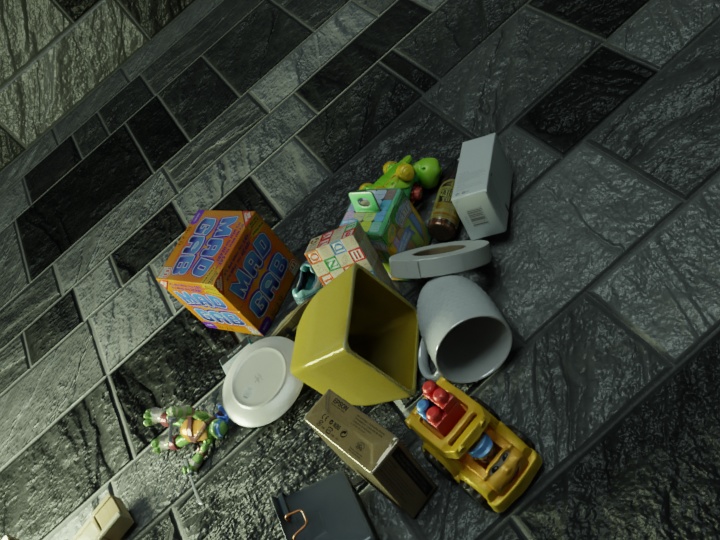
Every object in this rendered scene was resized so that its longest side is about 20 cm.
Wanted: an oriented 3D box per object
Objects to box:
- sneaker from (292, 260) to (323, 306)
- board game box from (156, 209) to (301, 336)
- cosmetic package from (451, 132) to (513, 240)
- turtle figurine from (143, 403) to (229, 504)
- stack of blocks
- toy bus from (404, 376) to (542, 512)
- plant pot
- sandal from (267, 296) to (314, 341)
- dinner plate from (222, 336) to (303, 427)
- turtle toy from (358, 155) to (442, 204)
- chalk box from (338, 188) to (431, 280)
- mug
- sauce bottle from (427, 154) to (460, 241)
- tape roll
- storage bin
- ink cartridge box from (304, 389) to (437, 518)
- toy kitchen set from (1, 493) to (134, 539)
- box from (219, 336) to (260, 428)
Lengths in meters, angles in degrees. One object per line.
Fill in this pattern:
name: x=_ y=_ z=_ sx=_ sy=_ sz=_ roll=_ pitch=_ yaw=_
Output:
sneaker: x=-0.086 y=-0.002 z=1.835 sx=0.077 sy=0.086 sz=0.202 roll=2 pitch=56 yaw=37
board game box: x=-0.297 y=0.003 z=1.906 sx=0.198 sy=0.200 sz=0.202 roll=4 pitch=57 yaw=39
cosmetic package: x=0.249 y=-0.172 z=1.689 sx=0.080 sy=0.113 sz=0.202 roll=-13 pitch=39 yaw=28
turtle figurine: x=-0.379 y=0.347 z=1.712 sx=0.192 sy=0.144 sz=0.202 roll=-5 pitch=48 yaw=39
stack of blocks: x=-0.012 y=0.014 z=1.673 sx=0.114 sy=0.201 sz=0.059 roll=-20 pitch=25 yaw=24
toy bus: x=0.168 y=0.261 z=1.334 sx=0.136 sy=0.193 sz=0.199 roll=-46 pitch=42 yaw=-10
plant pot: x=-0.023 y=0.144 z=1.593 sx=0.199 sy=0.195 sz=0.196 roll=-28 pitch=40 yaw=36
sandal: x=-0.133 y=0.119 z=1.785 sx=0.199 sy=0.080 sz=0.054 roll=-41 pitch=21 yaw=7
dinner plate: x=-0.202 y=0.220 z=1.696 sx=0.198 sy=0.024 sz=0.203 roll=-16 pitch=52 yaw=22
turtle toy: x=0.092 y=-0.186 z=1.848 sx=0.200 sy=0.101 sz=0.146 roll=-41 pitch=17 yaw=-4
chalk box: x=0.041 y=-0.087 z=1.726 sx=0.123 sy=0.200 sz=0.125 roll=3 pitch=56 yaw=38
mug: x=0.164 y=0.112 z=1.520 sx=0.202 sy=0.146 sz=0.176 roll=-61 pitch=28 yaw=23
sauce bottle: x=0.193 y=-0.159 z=1.777 sx=0.065 sy=0.066 sz=0.202 roll=-5 pitch=53 yaw=34
tape roll: x=0.154 y=-0.022 z=1.615 sx=0.199 sy=0.038 sz=0.203 roll=-10 pitch=9 yaw=1
storage bin: x=-0.051 y=0.436 z=1.398 sx=0.133 sy=0.146 sz=0.201 roll=-30 pitch=41 yaw=-4
ink cartridge box: x=0.017 y=0.310 z=1.424 sx=0.075 sy=0.165 sz=0.199 roll=-48 pitch=42 yaw=-13
toy kitchen set: x=-0.568 y=0.551 z=1.646 sx=0.201 sy=0.180 sz=0.163 roll=-50 pitch=43 yaw=-5
box: x=-0.228 y=0.235 z=1.765 sx=0.082 sy=0.049 sz=0.200 roll=-39 pitch=41 yaw=1
